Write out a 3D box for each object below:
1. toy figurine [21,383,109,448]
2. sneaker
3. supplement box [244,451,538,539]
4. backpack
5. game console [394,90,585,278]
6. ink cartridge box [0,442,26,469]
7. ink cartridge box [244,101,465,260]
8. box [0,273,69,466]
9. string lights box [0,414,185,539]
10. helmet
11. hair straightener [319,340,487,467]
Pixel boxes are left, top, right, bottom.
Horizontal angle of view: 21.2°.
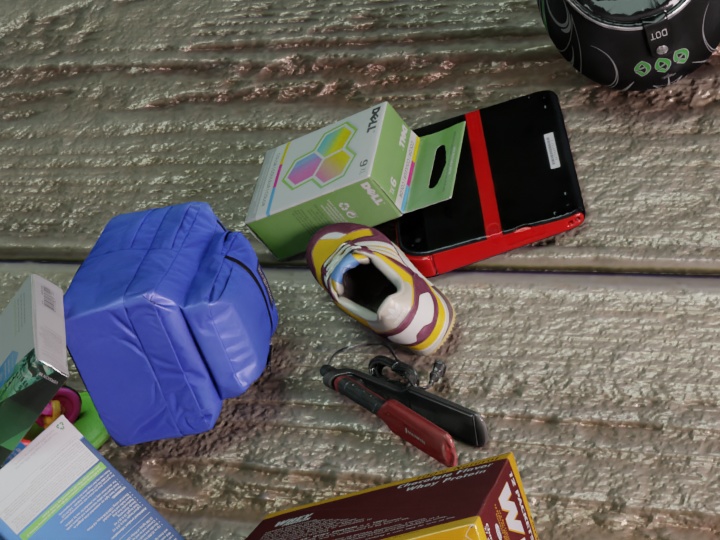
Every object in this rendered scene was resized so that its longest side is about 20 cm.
[{"bbox_3d":[-0.339,0.108,1.694,0.199,0.184,0.150,-27,39,-2],"label":"toy figurine"},{"bbox_3d":[0.000,0.000,1.689,0.200,0.090,0.075,35,93,48],"label":"sneaker"},{"bbox_3d":[0.020,0.232,1.328,0.197,0.133,0.200,-16,5,13],"label":"supplement box"},{"bbox_3d":[-0.159,0.038,1.700,0.167,0.163,0.200,-9,29,11],"label":"backpack"},{"bbox_3d":[0.112,-0.081,1.786,0.176,0.031,0.200,-16,40,8],"label":"game console"},{"bbox_3d":[-0.310,0.254,1.592,0.200,0.086,0.146,-43,42,-19],"label":"ink cartridge box"},{"bbox_3d":[-0.006,-0.091,1.795,0.200,0.059,0.104,-19,39,31],"label":"ink cartridge box"},{"bbox_3d":[-0.306,0.115,1.554,0.200,0.036,0.144,-53,24,16],"label":"box"},{"bbox_3d":[-0.202,0.222,1.507,0.200,0.059,0.103,44,70,12],"label":"string lights box"},{"bbox_3d":[0.253,-0.265,1.783,0.199,0.191,0.201,-2,77,11],"label":"helmet"},{"bbox_3d":[0.039,0.105,1.617,0.077,0.041,0.200,-29,31,-29],"label":"hair straightener"}]
